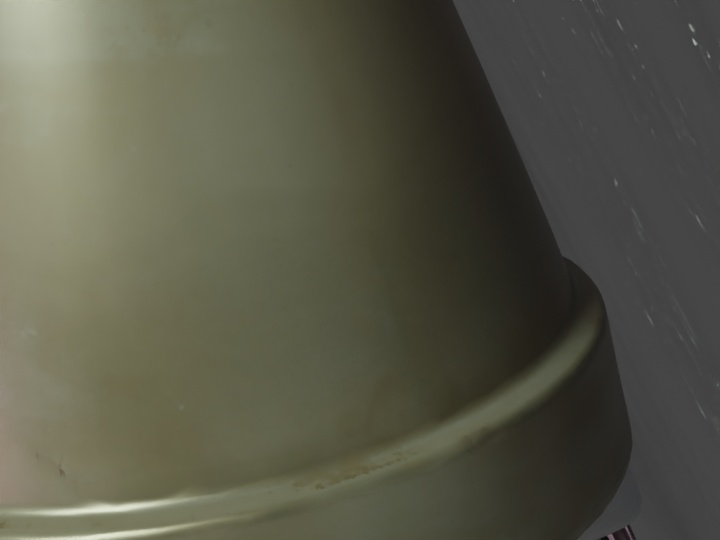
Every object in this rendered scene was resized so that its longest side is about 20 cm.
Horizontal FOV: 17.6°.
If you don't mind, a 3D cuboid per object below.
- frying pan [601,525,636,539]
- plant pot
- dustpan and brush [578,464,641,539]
[{"bbox_3d":[0.063,0.150,0.791,0.031,0.115,0.191,1,-109,-52],"label":"frying pan"},{"bbox_3d":[-0.046,-0.022,0.562,0.200,0.199,0.174,-129,26,-70],"label":"plant pot"},{"bbox_3d":[0.036,0.074,0.655,0.200,0.057,0.140,-8,-106,-54],"label":"dustpan and brush"}]
